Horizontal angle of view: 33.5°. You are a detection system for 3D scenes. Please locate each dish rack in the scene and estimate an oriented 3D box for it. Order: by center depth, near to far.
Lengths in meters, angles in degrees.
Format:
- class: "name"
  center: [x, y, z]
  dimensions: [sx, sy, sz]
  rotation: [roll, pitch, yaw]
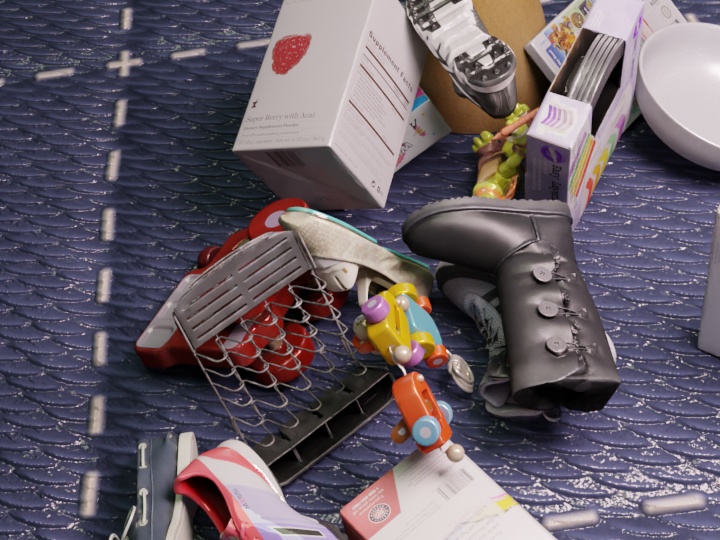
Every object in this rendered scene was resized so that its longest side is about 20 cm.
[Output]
- class: "dish rack"
  center: [-0.070, 0.072, 1.068]
  dimensions: [0.153, 0.201, 0.054]
  rotation: [-36, 27, -21]

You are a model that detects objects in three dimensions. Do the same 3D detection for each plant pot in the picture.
- class: "plant pot"
  center: [0.124, -0.290, 1.339]
  dimensions: [0.185, 0.201, 0.187]
  rotation: [-5, 49, 5]

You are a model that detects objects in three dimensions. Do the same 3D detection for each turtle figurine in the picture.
- class: "turtle figurine"
  center: [0.146, -0.108, 1.224]
  dimensions: [0.064, 0.201, 0.162]
  rotation: [29, 36, -3]

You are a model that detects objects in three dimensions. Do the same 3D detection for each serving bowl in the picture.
- class: "serving bowl"
  center: [0.378, -0.174, 1.275]
  dimensions: [0.198, 0.066, 0.201]
  rotation: [8, 51, -10]

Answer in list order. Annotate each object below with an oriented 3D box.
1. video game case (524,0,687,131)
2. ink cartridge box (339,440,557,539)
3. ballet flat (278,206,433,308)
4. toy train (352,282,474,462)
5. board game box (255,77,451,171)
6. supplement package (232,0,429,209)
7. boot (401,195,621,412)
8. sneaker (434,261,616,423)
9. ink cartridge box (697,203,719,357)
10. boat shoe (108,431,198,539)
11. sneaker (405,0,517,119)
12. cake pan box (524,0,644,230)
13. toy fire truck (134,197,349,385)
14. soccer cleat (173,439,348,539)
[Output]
- class: "video game case"
  center: [0.289, -0.251, 1.345]
  dimensions: [0.200, 0.018, 0.143]
  rotation: [-44, 98, -26]
- class: "ink cartridge box"
  center: [0.090, 0.242, 0.975]
  dimensions: [0.116, 0.068, 0.200]
  rotation: [-34, 52, -20]
- class: "ballet flat"
  center: [0.000, 0.000, 1.126]
  dimensions: [0.067, 0.199, 0.063]
  rotation: [-4, 70, 46]
- class: "toy train"
  center: [0.042, 0.089, 1.045]
  dimensions: [0.055, 0.151, 0.200]
  rotation: [-29, 2, 15]
- class: "board game box"
  center: [-0.011, -0.185, 1.330]
  dimensions: [0.147, 0.064, 0.200]
  rotation: [-37, 51, 6]
- class: "supplement package"
  center: [-0.027, -0.177, 1.214]
  dimensions: [0.120, 0.120, 0.201]
  rotation: [0, 63, 32]
- class: "boot"
  center: [0.129, 0.032, 1.062]
  dimensions: [0.163, 0.066, 0.201]
  rotation: [-5, 58, -3]
- class: "sneaker"
  center: [0.129, 0.063, 1.115]
  dimensions: [0.199, 0.076, 0.114]
  rotation: [32, 58, 27]
- class: "ink cartridge box"
  center: [0.394, 0.036, 1.022]
  dimensions: [0.199, 0.197, 0.043]
  rotation: [23, 58, 25]
- class: "boat shoe"
  center: [-0.176, 0.222, 1.025]
  dimensions: [0.061, 0.075, 0.201]
  rotation: [-4, 48, 2]
- class: "sneaker"
  center: [0.103, -0.222, 1.210]
  dimensions: [0.066, 0.091, 0.201]
  rotation: [-28, 50, -1]
- class: "cake pan box"
  center: [0.220, -0.149, 1.181]
  dimensions: [0.052, 0.200, 0.185]
  rotation: [20, 67, 18]
- class: "toy fire truck"
  center: [-0.117, 0.017, 1.182]
  dimensions: [0.167, 0.113, 0.201]
  rotation: [2, 46, 34]
- class: "soccer cleat"
  center: [-0.072, 0.224, 0.994]
  dimensions: [0.200, 0.069, 0.073]
  rotation: [41, 38, 24]
